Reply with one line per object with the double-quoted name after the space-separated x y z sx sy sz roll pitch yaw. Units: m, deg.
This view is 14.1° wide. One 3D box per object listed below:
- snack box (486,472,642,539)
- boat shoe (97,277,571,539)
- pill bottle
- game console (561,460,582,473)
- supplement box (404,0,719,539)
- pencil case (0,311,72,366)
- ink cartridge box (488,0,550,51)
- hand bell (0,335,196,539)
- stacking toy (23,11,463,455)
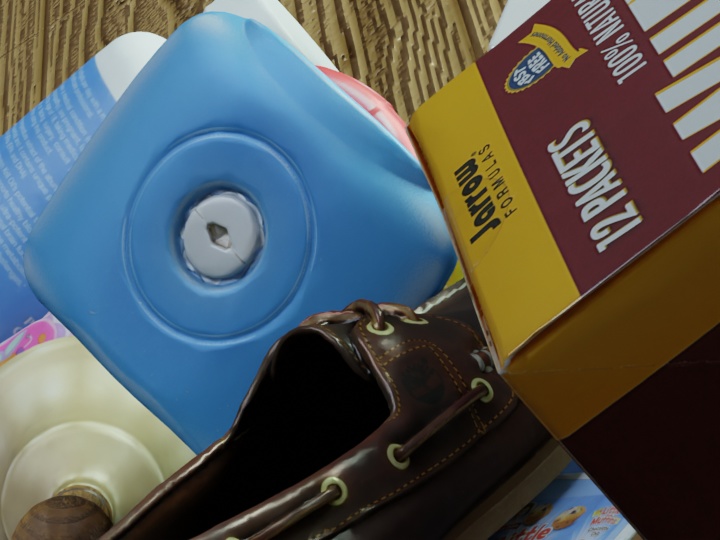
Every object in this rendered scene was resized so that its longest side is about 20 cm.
0.001 0.084 0.780 0.072 0.024 0.200 -43 22 -32 "snack box"
0.002 0.044 0.734 0.070 0.071 0.200 -16 21 38 "boat shoe"
-0.095 -0.026 1.186 0.200 0.112 0.112 -40 23 7 "pill bottle"
0.056 0.059 0.896 0.200 0.031 0.177 -44 23 -5 "game console"
0.151 0.001 0.623 0.197 0.200 0.133 -38 23 10 "supplement box"
-0.112 0.054 1.106 0.200 0.087 0.087 -40 23 7 "pencil case"
0.095 -0.056 0.756 0.067 0.200 0.117 0 47 27 "ink cartridge box"
-0.091 0.079 0.924 0.104 0.104 0.200 -42 3 0 "hand bell"
0.000 0.000 0.906 0.110 0.116 0.200 -52 -22 10 "stacking toy"
